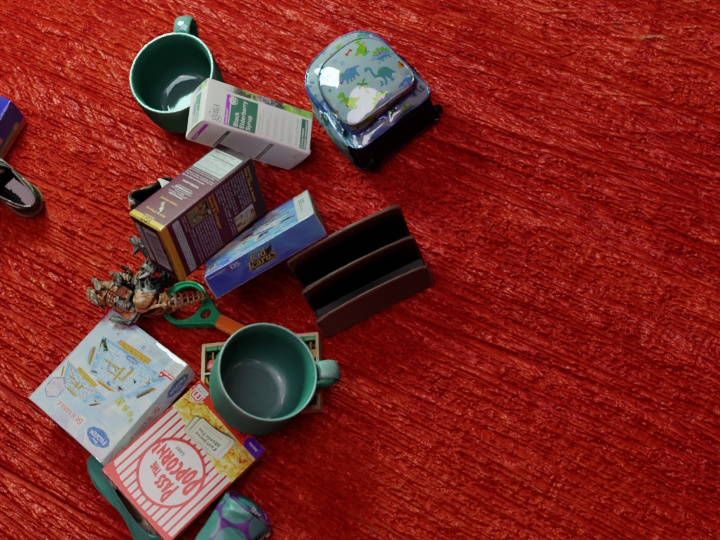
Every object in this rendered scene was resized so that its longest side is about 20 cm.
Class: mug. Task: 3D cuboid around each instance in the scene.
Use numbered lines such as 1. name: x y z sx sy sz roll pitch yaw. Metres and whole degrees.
1. mug: -0.306 -0.333 1.787 0.151 0.115 0.186 36 80 17
2. mug: -0.139 0.177 1.535 0.184 0.114 0.153 28 60 -7

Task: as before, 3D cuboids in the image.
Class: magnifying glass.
1. magnifying glass: -0.246 0.076 1.668 0.198 0.022 0.080 23 70 30

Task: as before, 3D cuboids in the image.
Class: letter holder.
1. letter holder: 0.000 0.000 1.592 0.198 0.142 0.101 -27 66 1

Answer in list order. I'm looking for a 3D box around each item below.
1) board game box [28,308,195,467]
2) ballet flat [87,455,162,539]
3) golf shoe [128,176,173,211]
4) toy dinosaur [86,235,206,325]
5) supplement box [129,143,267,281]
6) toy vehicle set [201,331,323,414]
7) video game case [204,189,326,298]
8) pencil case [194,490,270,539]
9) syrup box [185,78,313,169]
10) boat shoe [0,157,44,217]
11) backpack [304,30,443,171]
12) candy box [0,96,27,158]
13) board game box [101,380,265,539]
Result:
1. board game box: -0.399 0.187 1.630 0.199 0.041 0.200 31 70 32
2. ballet flat: -0.350 0.349 1.574 0.201 0.067 0.071 50 122 19
3. golf shoe: -0.299 -0.119 1.728 0.197 0.095 0.079 -12 67 6
4. toy dinosaur: -0.351 0.030 1.680 0.197 0.102 0.137 14 70 -5
5. supplement box: -0.255 -0.095 1.623 0.085 0.111 0.200 26 56 35
6. toy vehicle set: -0.158 0.171 1.625 0.197 0.027 0.126 -7 69 10
7. video game case: -0.155 -0.047 1.628 0.198 0.181 0.046 -30 106 2
8. pencil case: -0.215 0.432 1.508 0.092 0.085 0.201 34 80 0
9. syrup box: -0.185 -0.242 1.698 0.198 0.081 0.080 15 67 -28
10. boat shoe: -0.645 -0.171 1.788 0.199 0.073 0.075 33 75 -12
11. backpack: 0.006 -0.302 1.703 0.182 0.147 0.200 -38 64 -6
12. candy box: -0.748 -0.261 1.886 0.198 0.077 0.170 24 76 20
13. board game box: -0.267 0.292 1.544 0.151 0.046 0.200 44 69 8
